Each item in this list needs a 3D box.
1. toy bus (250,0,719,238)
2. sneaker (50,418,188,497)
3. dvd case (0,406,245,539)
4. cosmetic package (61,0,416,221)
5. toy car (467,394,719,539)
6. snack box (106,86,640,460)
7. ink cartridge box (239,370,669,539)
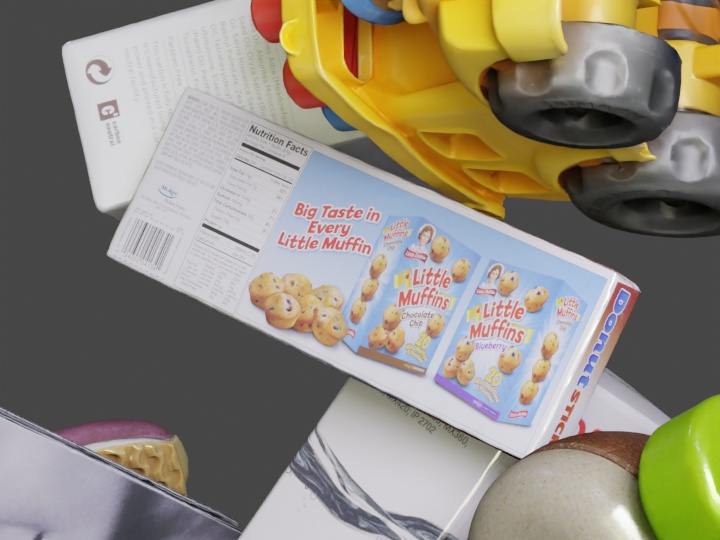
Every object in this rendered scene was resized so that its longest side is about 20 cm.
[{"bbox_3d":[0.038,-0.093,0.879,0.191,0.200,0.137,-2,73,27],"label":"toy bus"},{"bbox_3d":[-0.170,0.102,1.069,0.199,0.090,0.075,-24,126,-15],"label":"sneaker"},{"bbox_3d":[-0.159,0.125,1.020,0.199,0.016,0.149,30,101,-35],"label":"dvd case"},{"bbox_3d":[-0.007,-0.074,1.036,0.199,0.101,0.072,-15,80,8],"label":"cosmetic package"},{"bbox_3d":[0.138,0.107,0.879,0.164,0.199,0.158,-34,83,44],"label":"toy car"},{"bbox_3d":[0.000,0.000,0.929,0.199,0.024,0.072,25,87,32],"label":"snack box"},{"bbox_3d":[0.033,0.119,0.986,0.084,0.145,0.201,37,93,42],"label":"ink cartridge box"}]
